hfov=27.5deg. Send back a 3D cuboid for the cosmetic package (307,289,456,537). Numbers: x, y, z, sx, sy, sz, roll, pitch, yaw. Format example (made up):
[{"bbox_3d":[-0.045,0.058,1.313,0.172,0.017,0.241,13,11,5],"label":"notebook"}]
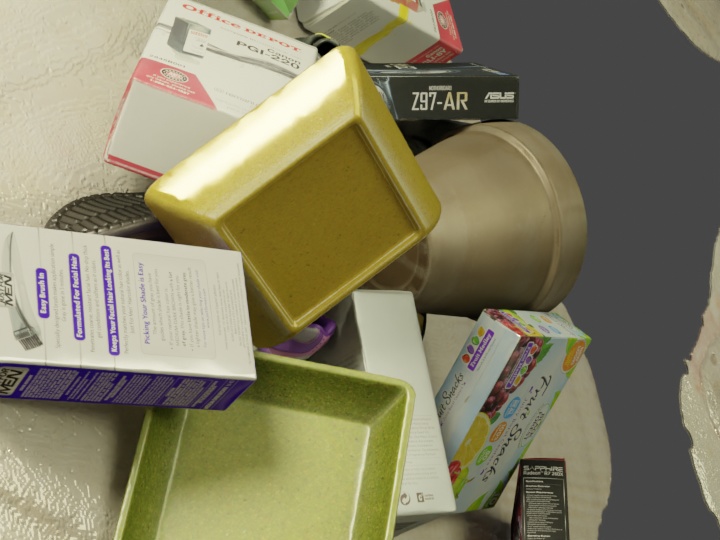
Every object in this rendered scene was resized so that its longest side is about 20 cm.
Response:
[{"bbox_3d":[0.010,0.127,1.286,0.071,0.101,0.200,2,68,-35],"label":"cosmetic package"}]

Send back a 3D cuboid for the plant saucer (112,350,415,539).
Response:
[{"bbox_3d":[-0.072,0.163,1.108,0.199,0.048,0.200,11,62,-2],"label":"plant saucer"}]

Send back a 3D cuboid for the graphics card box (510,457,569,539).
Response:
[{"bbox_3d":[0.173,0.296,1.416,0.126,0.051,0.200,90,1,-50],"label":"graphics card box"}]

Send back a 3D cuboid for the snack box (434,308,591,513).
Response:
[{"bbox_3d":[0.121,0.134,1.387,0.053,0.200,0.142,37,18,30],"label":"snack box"}]

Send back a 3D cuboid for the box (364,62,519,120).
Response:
[{"bbox_3d":[0.060,-0.182,1.488,0.200,0.160,0.044,-123,-147,-76],"label":"box"}]

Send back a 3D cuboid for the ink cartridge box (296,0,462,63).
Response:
[{"bbox_3d":[0.014,-0.317,1.666,0.200,0.083,0.145,18,52,-49],"label":"ink cartridge box"}]

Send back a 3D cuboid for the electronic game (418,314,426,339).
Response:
[{"bbox_3d":[0.000,0.000,1.447,0.200,0.042,0.200,35,41,-38],"label":"electronic game"}]

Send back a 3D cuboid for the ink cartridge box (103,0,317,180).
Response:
[{"bbox_3d":[-0.120,-0.143,1.245,0.145,0.085,0.200,20,27,-8],"label":"ink cartridge box"}]

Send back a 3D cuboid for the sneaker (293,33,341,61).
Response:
[{"bbox_3d":[-0.042,-0.196,1.448,0.074,0.085,0.200,31,22,-16],"label":"sneaker"}]

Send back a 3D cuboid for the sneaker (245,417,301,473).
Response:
[{"bbox_3d":[-0.051,0.196,1.166,0.071,0.080,0.200,99,-33,-85],"label":"sneaker"}]

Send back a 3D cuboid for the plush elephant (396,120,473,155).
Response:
[{"bbox_3d":[0.116,-0.079,1.589,0.164,0.155,0.200,8,9,-14],"label":"plush elephant"}]

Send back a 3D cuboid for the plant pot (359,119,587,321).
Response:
[{"bbox_3d":[0.083,-0.034,1.388,0.173,0.200,0.200,-14,79,-43],"label":"plant pot"}]

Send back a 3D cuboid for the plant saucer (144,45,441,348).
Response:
[{"bbox_3d":[-0.038,-0.043,1.165,0.048,0.200,0.200,48,-7,48],"label":"plant saucer"}]

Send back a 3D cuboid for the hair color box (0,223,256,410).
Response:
[{"bbox_3d":[-0.181,0.036,1.063,0.200,0.065,0.110,8,58,-30],"label":"hair color box"}]

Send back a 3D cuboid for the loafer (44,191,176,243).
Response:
[{"bbox_3d":[-0.166,-0.024,1.182,0.200,0.073,0.071,-15,118,-46],"label":"loafer"}]

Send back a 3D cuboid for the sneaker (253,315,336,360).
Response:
[{"bbox_3d":[-0.081,-0.004,1.285,0.080,0.088,0.201,-12,76,-57],"label":"sneaker"}]

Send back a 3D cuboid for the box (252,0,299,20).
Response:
[{"bbox_3d":[-0.111,-0.374,1.502,0.200,0.036,0.145,42,71,-30],"label":"box"}]
